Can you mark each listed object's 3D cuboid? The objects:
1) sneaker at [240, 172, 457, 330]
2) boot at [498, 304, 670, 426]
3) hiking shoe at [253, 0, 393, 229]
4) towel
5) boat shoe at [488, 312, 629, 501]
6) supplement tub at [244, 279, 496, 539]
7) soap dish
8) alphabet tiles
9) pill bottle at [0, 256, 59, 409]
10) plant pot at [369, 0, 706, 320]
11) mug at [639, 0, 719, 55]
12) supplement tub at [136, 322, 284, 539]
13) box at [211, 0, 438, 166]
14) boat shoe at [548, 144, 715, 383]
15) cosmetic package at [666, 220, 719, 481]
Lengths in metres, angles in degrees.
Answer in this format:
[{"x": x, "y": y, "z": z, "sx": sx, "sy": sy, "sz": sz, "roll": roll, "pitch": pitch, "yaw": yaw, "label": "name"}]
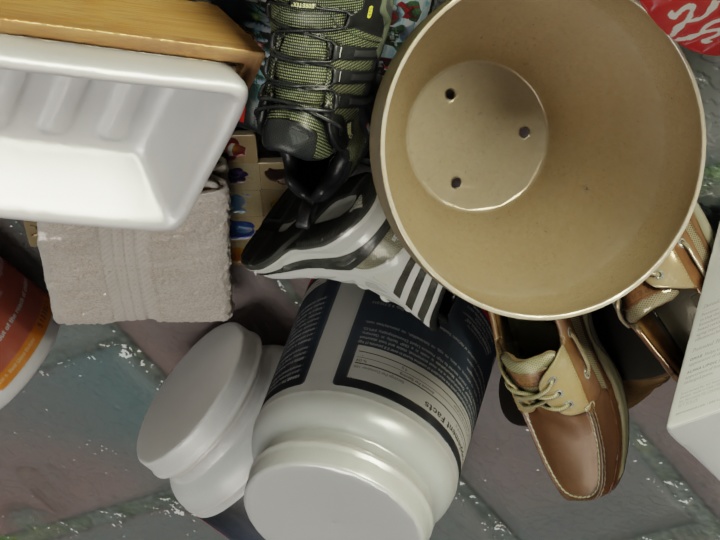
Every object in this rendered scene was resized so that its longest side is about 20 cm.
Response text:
[{"x": 0.000, "y": 0.000, "z": 1.560, "sx": 0.115, "sy": 0.076, "sz": 0.200, "roll": 39, "pitch": 165, "yaw": -17, "label": "sneaker"}, {"x": 0.189, "y": 0.054, "z": 1.645, "sx": 0.075, "sy": 0.074, "sz": 0.200, "roll": 13, "pitch": 148, "yaw": -43, "label": "boot"}, {"x": -0.023, "y": -0.117, "z": 1.429, "sx": 0.075, "sy": 0.101, "sz": 0.201, "roll": 6, "pitch": 140, "yaw": 14, "label": "hiking shoe"}, {"x": -0.152, "y": -0.016, "z": 1.650, "sx": 0.131, "sy": 0.035, "sz": 0.200, "roll": 0, "pitch": 150, "yaw": -1, "label": "towel"}, {"x": 0.119, "y": 0.058, "z": 1.591, "sx": 0.075, "sy": 0.074, "sz": 0.201, "roll": -9, "pitch": 102, "yaw": 35, "label": "boat shoe"}, {"x": 0.009, "y": 0.090, "z": 1.628, "sx": 0.139, "sy": 0.201, "sz": 0.141, "roll": 12, "pitch": 141, "yaw": 10, "label": "supplement tub"}, {"x": -0.178, "y": -0.103, "z": 1.467, "sx": 0.199, "sy": 0.082, "sz": 0.158, "roll": 6, "pitch": 140, "yaw": -24, "label": "soap dish"}, {"x": -0.132, "y": -0.046, "z": 1.640, "sx": 0.198, "sy": 0.006, "sz": 0.167, "roll": -1, "pitch": 149, "yaw": 1, "label": "alphabet tiles"}, {"x": -0.325, "y": 0.010, "z": 1.762, "sx": 0.112, "sy": 0.113, "sz": 0.200, "roll": -25, "pitch": 123, "yaw": 41, "label": "pill bottle"}, {"x": 0.088, "y": -0.077, "z": 1.447, "sx": 0.200, "sy": 0.201, "sz": 0.134, "roll": 34, "pitch": 175, "yaw": -17, "label": "plant pot"}, {"x": 0.237, "y": -0.220, "z": 1.274, "sx": 0.133, "sy": 0.179, "sz": 0.200, "roll": 1, "pitch": 161, "yaw": -38, "label": "mug"}, {"x": -0.050, "y": 0.144, "z": 1.775, "sx": 0.200, "sy": 0.141, "sz": 0.140, "roll": 37, "pitch": 138, "yaw": -20, "label": "supplement tub"}, {"x": -0.024, "y": -0.155, "z": 1.498, "sx": 0.136, "sy": 0.040, "sz": 0.201, "roll": 17, "pitch": 141, "yaw": 5, "label": "box"}, {"x": 0.188, "y": 0.001, "z": 1.525, "sx": 0.200, "sy": 0.072, "sz": 0.076, "roll": 49, "pitch": 125, "yaw": 0, "label": "boat shoe"}, {"x": 0.266, "y": 0.044, "z": 1.476, "sx": 0.081, "sy": 0.201, "sz": 0.113, "roll": -24, "pitch": 121, "yaw": 40, "label": "cosmetic package"}]
